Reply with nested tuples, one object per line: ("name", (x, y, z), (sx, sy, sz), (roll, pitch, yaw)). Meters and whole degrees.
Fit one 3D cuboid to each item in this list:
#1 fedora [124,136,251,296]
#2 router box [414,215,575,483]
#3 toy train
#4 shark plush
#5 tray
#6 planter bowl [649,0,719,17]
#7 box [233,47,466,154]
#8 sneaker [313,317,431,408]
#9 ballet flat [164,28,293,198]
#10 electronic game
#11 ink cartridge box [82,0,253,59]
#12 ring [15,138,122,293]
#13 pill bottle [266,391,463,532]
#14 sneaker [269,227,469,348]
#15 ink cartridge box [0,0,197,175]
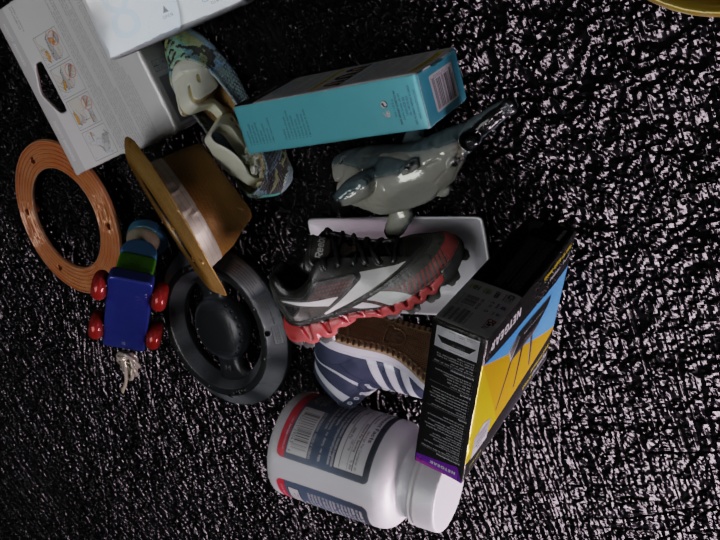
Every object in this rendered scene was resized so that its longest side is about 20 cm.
("fedora", (-0.168, -0.069, 0.923), (0.201, 0.081, 0.201), (54, 169, 16))
("router box", (0.119, 0.061, 0.766), (0.051, 0.200, 0.150), (21, 127, 23))
("toy train", (-0.275, 0.043, 1.070), (0.084, 0.116, 0.201), (11, 135, -9))
("shark plush", (0.046, -0.110, 0.797), (0.090, 0.084, 0.200), (19, 144, -32))
("tray", (0.043, -0.008, 0.891), (0.198, 0.022, 0.108), (1, 116, 32))
("planter bowl", (0.244, -0.275, 0.569), (0.199, 0.083, 0.202), (16, 124, 25))
("box", (-0.012, -0.152, 0.804), (0.198, 0.082, 0.050), (-3, 116, 34))
("sneaker", (0.039, 0.110, 0.932), (0.198, 0.070, 0.109), (23, 138, 8))
("ballet flat", (-0.143, -0.158, 0.895), (0.201, 0.074, 0.074), (51, 131, -3))
("electronic game", (-0.161, 0.065, 1.049), (0.198, 0.042, 0.202), (15, 117, 31))
("ink cartridge box", (-0.206, -0.321, 0.829), (0.159, 0.047, 0.202), (-16, 109, 21))
("ring", (-0.363, -0.067, 1.107), (0.199, 0.019, 0.202), (19, 123, 31))
("pill bottle", (0.008, 0.215, 0.978), (0.198, 0.120, 0.121), (12, 122, 26))
("sneaker", (0.000, 0.000, 0.829), (0.199, 0.071, 0.098), (-21, 122, 19))
("ink cartridge box", (-0.289, -0.223, 0.964), (0.175, 0.045, 0.202), (-14, 108, 36))
